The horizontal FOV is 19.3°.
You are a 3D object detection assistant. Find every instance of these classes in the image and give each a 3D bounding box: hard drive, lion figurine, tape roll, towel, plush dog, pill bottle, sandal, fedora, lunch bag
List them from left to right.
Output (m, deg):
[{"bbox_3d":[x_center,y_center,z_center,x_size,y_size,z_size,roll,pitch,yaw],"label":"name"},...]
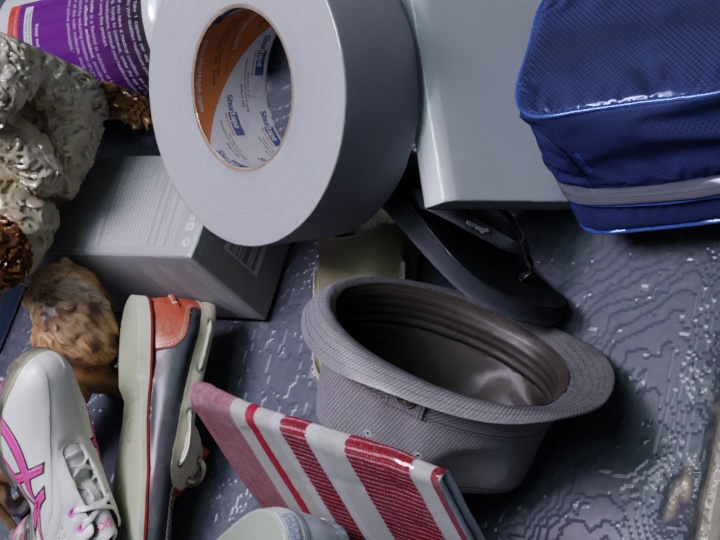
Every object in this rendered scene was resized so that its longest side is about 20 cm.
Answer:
[{"bbox_3d":[-0.242,-0.066,1.459,0.173,0.160,0.200,-68,23,0],"label":"plush dog"},{"bbox_3d":[-0.223,0.097,1.483,0.072,0.122,0.201,21,79,37],"label":"lion figurine"},{"bbox_3d":[-0.172,-0.178,1.600,0.199,0.112,0.113,-9,62,28],"label":"pill bottle"},{"bbox_3d":[-0.052,-0.118,1.354,0.199,0.066,0.202,8,100,47],"label":"tape roll"},{"bbox_3d":[-0.005,0.137,1.314,0.199,0.144,0.023,15,58,36],"label":"towel"},{"bbox_3d":[0.051,0.081,1.321,0.199,0.177,0.091,17,112,3],"label":"fedora"},{"bbox_3d":[0.057,-0.039,1.366,0.200,0.076,0.043,43,114,10],"label":"sandal"},{"bbox_3d":[0.080,-0.140,1.365,0.026,0.131,0.202,-18,77,48],"label":"hard drive"},{"bbox_3d":[0.211,-0.107,1.315,0.199,0.133,0.136,-5,48,31],"label":"lunch bag"}]

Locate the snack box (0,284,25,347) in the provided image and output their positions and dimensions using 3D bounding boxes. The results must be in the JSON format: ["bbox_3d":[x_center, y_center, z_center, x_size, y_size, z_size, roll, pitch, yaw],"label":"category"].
[{"bbox_3d":[-0.294,0.032,1.594,0.024,0.072,0.201,9,71,33],"label":"snack box"}]

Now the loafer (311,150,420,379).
[{"bbox_3d":[0.000,0.000,1.428,0.075,0.068,0.201,-6,62,30],"label":"loafer"}]

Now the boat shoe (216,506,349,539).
[{"bbox_3d":[-0.078,0.209,1.365,0.201,0.071,0.071,-36,54,44],"label":"boat shoe"}]

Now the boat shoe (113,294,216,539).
[{"bbox_3d":[-0.133,0.116,1.453,0.071,0.062,0.202,160,114,-64],"label":"boat shoe"}]

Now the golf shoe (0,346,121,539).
[{"bbox_3d":[-0.194,0.147,1.424,0.092,0.072,0.202,14,119,36],"label":"golf shoe"}]

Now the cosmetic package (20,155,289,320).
[{"bbox_3d":[-0.161,-0.025,1.519,0.199,0.107,0.091,6,68,33],"label":"cosmetic package"}]
